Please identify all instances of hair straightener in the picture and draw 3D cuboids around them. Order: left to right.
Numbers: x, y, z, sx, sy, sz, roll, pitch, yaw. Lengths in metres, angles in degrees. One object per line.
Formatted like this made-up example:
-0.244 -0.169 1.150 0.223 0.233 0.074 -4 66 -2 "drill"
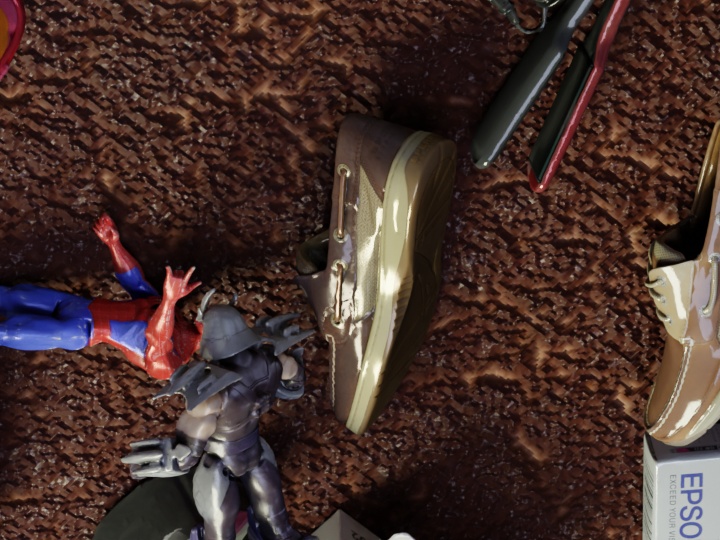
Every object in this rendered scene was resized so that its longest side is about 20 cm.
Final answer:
0.103 -0.137 1.517 0.077 0.041 0.200 19 118 -16 "hair straightener"

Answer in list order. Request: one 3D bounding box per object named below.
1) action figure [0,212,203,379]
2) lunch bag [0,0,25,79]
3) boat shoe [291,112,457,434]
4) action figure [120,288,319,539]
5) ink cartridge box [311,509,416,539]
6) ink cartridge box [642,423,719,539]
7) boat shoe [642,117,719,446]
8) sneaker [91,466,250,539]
-0.159 0.008 1.565 0.200 0.065 0.099 6 129 -9 "action figure"
-0.281 -0.098 1.445 0.176 0.082 0.200 32 86 -13 "lunch bag"
0.000 0.000 1.585 0.072 0.072 0.200 23 133 16 "boat shoe"
-0.070 0.103 1.568 0.130 0.069 0.200 -24 119 -38 "action figure"
-0.008 0.223 1.710 0.115 0.068 0.200 38 112 -24 "ink cartridge box"
0.267 0.175 1.724 0.200 0.043 0.196 -4 121 -1 "ink cartridge box"
0.190 0.001 1.597 0.072 0.076 0.200 16 109 -10 "boat shoe"
-0.123 0.194 1.691 0.200 0.080 0.086 -41 139 17 "sneaker"
